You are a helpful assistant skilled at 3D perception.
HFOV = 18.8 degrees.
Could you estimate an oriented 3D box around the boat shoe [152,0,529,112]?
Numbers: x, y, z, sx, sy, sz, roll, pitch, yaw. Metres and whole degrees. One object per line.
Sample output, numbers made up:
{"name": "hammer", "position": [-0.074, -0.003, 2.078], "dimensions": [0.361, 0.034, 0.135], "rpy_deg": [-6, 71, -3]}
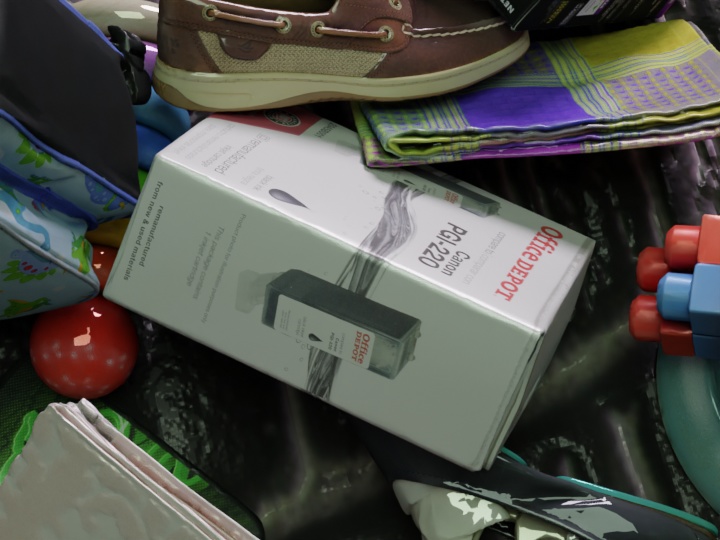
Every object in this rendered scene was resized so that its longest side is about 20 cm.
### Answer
{"name": "boat shoe", "position": [-0.007, -0.127, 1.082], "dimensions": [0.199, 0.072, 0.072], "rpy_deg": [-7, 25, -18]}

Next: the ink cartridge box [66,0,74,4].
{"name": "ink cartridge box", "position": [-0.255, -0.092, 1.137], "dimensions": [0.119, 0.042, 0.200], "rpy_deg": [35, 69, 10]}

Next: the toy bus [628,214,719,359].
{"name": "toy bus", "position": [0.232, -0.010, 1.058], "dimensions": [0.191, 0.136, 0.200], "rpy_deg": [8, 65, 19]}

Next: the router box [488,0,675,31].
{"name": "router box", "position": [0.079, -0.219, 1.151], "dimensions": [0.149, 0.051, 0.200], "rpy_deg": [-12, 62, -51]}

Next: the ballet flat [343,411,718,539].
{"name": "ballet flat", "position": [0.075, 0.121, 1.050], "dimensions": [0.200, 0.073, 0.073], "rpy_deg": [22, 69, 4]}

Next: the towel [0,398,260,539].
{"name": "towel", "position": [-0.100, 0.180, 0.965], "dimensions": [0.191, 0.200, 0.032], "rpy_deg": [39, 32, 11]}

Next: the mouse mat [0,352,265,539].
{"name": "mouse mat", "position": [-0.165, 0.154, 1.060], "dimensions": [0.161, 0.008, 0.200], "rpy_deg": [36, 70, 12]}

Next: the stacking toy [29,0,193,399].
{"name": "stacking toy", "position": [-0.127, -0.033, 1.098], "dimensions": [0.085, 0.085, 0.201], "rpy_deg": [5, 71, 0]}

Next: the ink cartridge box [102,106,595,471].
{"name": "ink cartridge box", "position": [0.000, 0.000, 1.048], "dimensions": [0.200, 0.146, 0.085], "rpy_deg": [26, 114, 7]}

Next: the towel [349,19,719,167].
{"name": "towel", "position": [0.095, -0.094, 1.114], "dimensions": [0.199, 0.023, 0.144], "rpy_deg": [-5, 26, -4]}

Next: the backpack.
{"name": "backpack", "position": [-0.219, -0.052, 1.002], "dimensions": [0.199, 0.183, 0.147], "rpy_deg": [-8, 72, 21]}

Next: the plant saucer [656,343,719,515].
{"name": "plant saucer", "position": [0.252, 0.054, 1.104], "dimensions": [0.199, 0.027, 0.201], "rpy_deg": [0, 68, -1]}
